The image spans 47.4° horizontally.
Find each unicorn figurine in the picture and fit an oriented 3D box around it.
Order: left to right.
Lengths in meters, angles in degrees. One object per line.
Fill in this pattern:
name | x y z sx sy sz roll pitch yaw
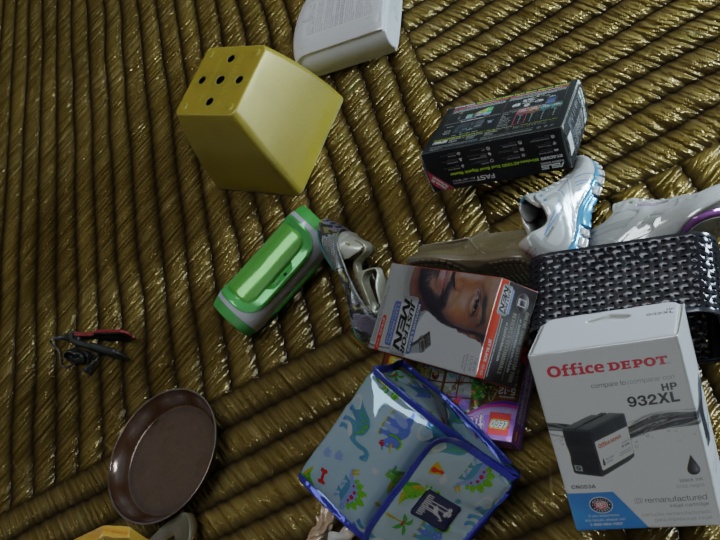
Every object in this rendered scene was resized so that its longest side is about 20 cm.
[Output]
unicorn figurine | -0.013 0.373 0.948 0.138 0.074 0.200 -51 33 11

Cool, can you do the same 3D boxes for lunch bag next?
lunch bag | 0.057 0.230 0.933 0.200 0.127 0.171 39 104 17

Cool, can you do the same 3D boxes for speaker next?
speaker | -0.127 0.000 1.229 0.200 0.088 0.088 -48 49 -2

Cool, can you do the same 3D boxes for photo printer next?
photo printer | -0.027 -0.431 1.436 0.199 0.069 0.167 -11 58 27

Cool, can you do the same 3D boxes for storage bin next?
storage bin | 0.296 0.040 0.902 0.199 0.135 0.094 -8 59 28

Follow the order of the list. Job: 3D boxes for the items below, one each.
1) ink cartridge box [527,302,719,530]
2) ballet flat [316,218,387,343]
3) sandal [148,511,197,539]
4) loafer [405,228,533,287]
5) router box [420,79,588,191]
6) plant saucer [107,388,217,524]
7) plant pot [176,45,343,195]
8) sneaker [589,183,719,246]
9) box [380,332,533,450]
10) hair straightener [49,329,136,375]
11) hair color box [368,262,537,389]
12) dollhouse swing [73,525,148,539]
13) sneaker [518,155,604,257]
ink cartridge box | 0.265 0.147 0.815 0.144 0.201 0.084 -11 14 27
ballet flat | 0.000 0.000 1.140 0.072 0.072 0.201 -28 66 15
sandal | -0.303 0.402 1.117 0.199 0.054 0.081 -35 50 10
loafer | 0.151 -0.011 1.070 0.199 0.076 0.068 0 41 37
router box | 0.196 -0.182 1.110 0.199 0.062 0.150 -7 32 29
plant saucer | -0.281 0.271 1.194 0.199 0.034 0.201 -16 55 24
plant pot | -0.182 -0.262 1.362 0.199 0.176 0.201 9 67 36
sneaker | 0.353 -0.063 0.968 0.199 0.075 0.100 -29 52 15
box | 0.114 0.140 1.021 0.199 0.039 0.138 1 64 33
hair straightener | -0.466 0.136 1.390 0.199 0.041 0.077 1 63 33
hair color box | 0.100 0.059 0.944 0.199 0.064 0.112 8 80 55
dollhouse swing | -0.302 0.442 1.010 0.199 0.176 0.183 -27 53 14
sneaker | 0.242 -0.084 1.012 0.075 0.086 0.201 -58 6 48
